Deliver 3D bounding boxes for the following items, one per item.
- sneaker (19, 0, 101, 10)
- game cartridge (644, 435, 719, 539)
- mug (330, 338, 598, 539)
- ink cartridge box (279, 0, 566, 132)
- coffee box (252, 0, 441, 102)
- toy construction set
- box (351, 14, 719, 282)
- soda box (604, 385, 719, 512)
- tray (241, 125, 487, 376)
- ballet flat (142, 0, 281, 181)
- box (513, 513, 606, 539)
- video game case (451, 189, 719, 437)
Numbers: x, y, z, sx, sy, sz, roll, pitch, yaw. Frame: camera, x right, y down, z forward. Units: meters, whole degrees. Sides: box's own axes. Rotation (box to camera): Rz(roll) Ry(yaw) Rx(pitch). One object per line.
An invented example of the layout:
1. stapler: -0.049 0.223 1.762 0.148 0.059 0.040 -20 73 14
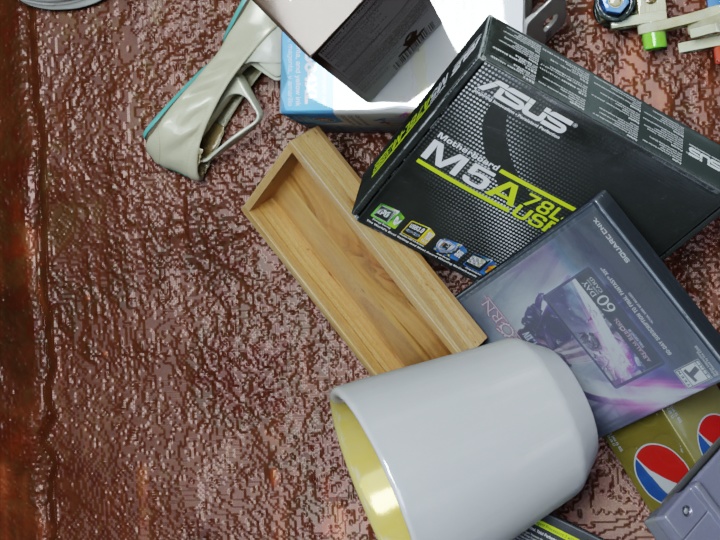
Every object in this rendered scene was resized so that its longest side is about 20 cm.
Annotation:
1. sneaker: -0.201 -0.259 0.975 0.197 0.115 0.077 -11 88 10
2. game cartridge: 0.294 0.161 0.872 0.199 0.038 0.130 -37 85 -32
3. mug: 0.069 0.112 0.875 0.151 0.187 0.151 -23 124 -12
4. ink cartridge box: 0.051 -0.168 0.926 0.197 0.128 0.127 2 90 10
5. coffee box: -0.023 -0.181 0.772 0.114 0.200 0.080 45 97 7
6. toy construction set: 0.230 -0.239 0.921 0.129 0.092 0.203 -7 78 9
7. box: 0.120 -0.056 0.867 0.198 0.193 0.048 27 54 -13
8. soda box: 0.253 0.162 0.912 0.202 0.064 0.068 58 142 5
9. tray: 0.000 0.000 0.955 0.201 0.037 0.099 51 140 5
10. ballet flat: -0.089 -0.152 0.983 0.069 0.069 0.201 41 105 7
11. box: 0.109 0.247 0.888 0.199 0.044 0.162 17 81 50
12. video game case: 0.148 0.046 0.883 0.143 0.019 0.200 51 141 0
